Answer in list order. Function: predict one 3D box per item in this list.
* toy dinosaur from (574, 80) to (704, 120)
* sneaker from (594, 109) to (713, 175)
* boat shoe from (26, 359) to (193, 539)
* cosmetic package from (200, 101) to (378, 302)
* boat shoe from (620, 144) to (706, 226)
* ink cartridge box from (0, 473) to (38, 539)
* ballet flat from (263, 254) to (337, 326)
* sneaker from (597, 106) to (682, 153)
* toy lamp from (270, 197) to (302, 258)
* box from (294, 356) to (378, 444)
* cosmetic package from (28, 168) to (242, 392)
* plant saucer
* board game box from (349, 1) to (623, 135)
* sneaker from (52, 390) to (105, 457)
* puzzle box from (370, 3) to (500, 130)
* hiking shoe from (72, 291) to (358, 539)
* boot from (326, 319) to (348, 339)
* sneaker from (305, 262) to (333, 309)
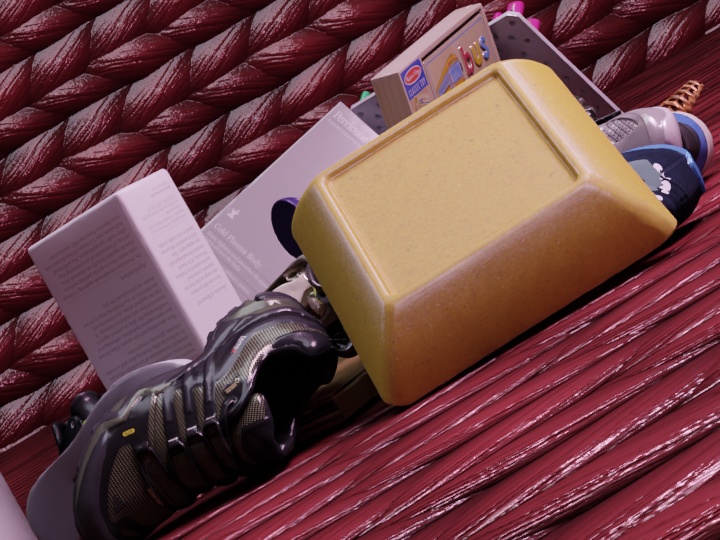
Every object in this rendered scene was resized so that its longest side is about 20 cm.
[{"bbox_3d":[0.187,-0.079,1.512,0.198,0.103,0.135,-16,20,-27],"label":"toy dinosaur"},{"bbox_3d":[0.147,-0.054,1.370,0.198,0.077,0.111,-22,-4,20],"label":"sneaker"},{"bbox_3d":[-0.154,0.125,1.367,0.200,0.074,0.068,-49,-15,31],"label":"boat shoe"},{"bbox_3d":[-0.047,-0.033,1.660,0.200,0.107,0.090,-46,-20,-13],"label":"cosmetic package"},{"bbox_3d":[0.114,-0.026,1.213,0.199,0.084,0.069,-30,11,33],"label":"boat shoe"},{"bbox_3d":[-0.368,0.202,1.480,0.199,0.146,0.084,-29,2,7],"label":"ink cartridge box"},{"bbox_3d":[-0.078,0.052,1.524,0.200,0.068,0.064,-46,-17,29],"label":"ballet flat"},{"bbox_3d":[0.125,-0.046,1.272,0.081,0.075,0.199,9,-30,-41],"label":"sneaker"},{"bbox_3d":[0.016,-0.074,1.577,0.199,0.059,0.058,-28,2,-34],"label":"toy lamp"},{"bbox_3d":[-0.015,0.077,1.323,0.163,0.021,0.200,-28,4,40],"label":"box"},{"bbox_3d":[-0.143,0.041,1.423,0.101,0.201,0.071,-27,3,32],"label":"cosmetic package"},{"bbox_3d":[0.060,-0.040,1.179,0.199,0.049,0.200,-32,40,1],"label":"plant saucer"},{"bbox_3d":[0.125,-0.123,1.672,0.199,0.200,0.026,-27,34,40],"label":"board game box"},{"bbox_3d":[-0.214,0.140,1.608,0.071,0.083,0.200,-32,4,-28],"label":"sneaker"},{"bbox_3d":[0.074,-0.118,1.506,0.025,0.134,0.200,-13,17,27],"label":"puzzle box"},{"bbox_3d":[-0.092,0.097,1.186,0.200,0.076,0.100,-47,29,-11],"label":"hiking shoe"},{"bbox_3d":[0.027,0.019,1.573,0.199,0.078,0.138,-23,-3,30],"label":"boot"},{"bbox_3d":[0.000,0.000,1.405,0.084,0.075,0.200,-7,-22,-7],"label":"sneaker"}]
